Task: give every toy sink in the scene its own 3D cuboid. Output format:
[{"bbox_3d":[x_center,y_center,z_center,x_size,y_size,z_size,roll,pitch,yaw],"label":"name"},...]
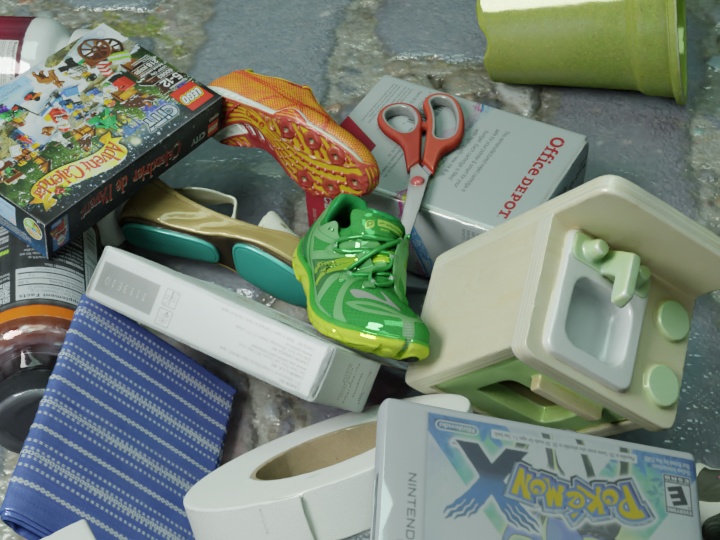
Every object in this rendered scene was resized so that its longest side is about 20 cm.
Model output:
[{"bbox_3d":[0.142,0.040,0.908,0.130,0.199,0.113,28,62,-23],"label":"toy sink"}]

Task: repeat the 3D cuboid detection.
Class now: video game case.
[{"bbox_3d":[0.101,0.171,0.764,0.198,0.022,0.184,11,54,-10],"label":"video game case"}]

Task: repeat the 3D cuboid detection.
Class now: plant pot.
[{"bbox_3d":[0.208,-0.248,1.269,0.182,0.202,0.202,-3,42,16],"label":"plant pot"}]

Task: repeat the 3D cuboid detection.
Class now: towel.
[{"bbox_3d":[-0.161,0.125,0.935,0.144,0.024,0.201,36,38,-23],"label":"towel"}]

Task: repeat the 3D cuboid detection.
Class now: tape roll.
[{"bbox_3d":[-0.017,0.132,0.884,0.201,0.037,0.203,-18,5,2],"label":"tape roll"}]

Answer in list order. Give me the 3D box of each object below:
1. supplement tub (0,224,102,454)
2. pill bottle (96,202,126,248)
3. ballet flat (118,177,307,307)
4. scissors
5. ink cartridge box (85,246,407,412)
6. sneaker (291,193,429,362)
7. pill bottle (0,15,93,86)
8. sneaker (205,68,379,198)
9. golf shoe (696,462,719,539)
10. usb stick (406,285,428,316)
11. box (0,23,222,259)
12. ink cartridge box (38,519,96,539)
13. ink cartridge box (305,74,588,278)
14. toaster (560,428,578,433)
[{"bbox_3d":[-0.244,0.041,1.024,0.106,0.108,0.201,-8,45,-6],"label":"supplement tub"},{"bbox_3d":[-0.296,-0.073,1.142,0.197,0.110,0.110,1,44,2],"label":"pill bottle"},{"bbox_3d":[-0.099,-0.029,1.102,0.198,0.069,0.063,20,62,8],"label":"ballet flat"},{"bbox_3d":[0.054,-0.078,1.083,0.072,0.014,0.201,-3,43,-1],"label":"scissors"},{"bbox_3d":[-0.076,0.048,0.998,0.198,0.173,0.044,22,88,24],"label":"ink cartridge box"},{"bbox_3d":[0.000,0.000,0.976,0.073,0.084,0.200,16,19,-26],"label":"sneaker"},{"bbox_3d":[-0.327,-0.180,1.253,0.197,0.110,0.110,3,44,5],"label":"pill bottle"},{"bbox_3d":[-0.051,-0.121,1.098,0.077,0.074,0.199,-32,48,-30],"label":"sneaker"},{"bbox_3d":[0.320,0.140,0.927,0.198,0.078,0.088,-13,38,-12],"label":"golf shoe"},{"bbox_3d":[0.088,0.043,1.064,0.198,0.033,0.056,8,53,9],"label":"usb stick"},{"bbox_3d":[-0.223,-0.108,1.069,0.136,0.038,0.200,31,51,20],"label":"box"},{"bbox_3d":[-0.166,0.278,0.744,0.144,0.148,0.200,-23,48,-21],"label":"ink cartridge box"},{"bbox_3d":[0.073,-0.070,1.144,0.198,0.083,0.146,21,48,23],"label":"ink cartridge box"},{"bbox_3d":[0.118,0.188,0.857,0.128,0.114,0.200,-23,47,-26],"label":"toaster"}]
